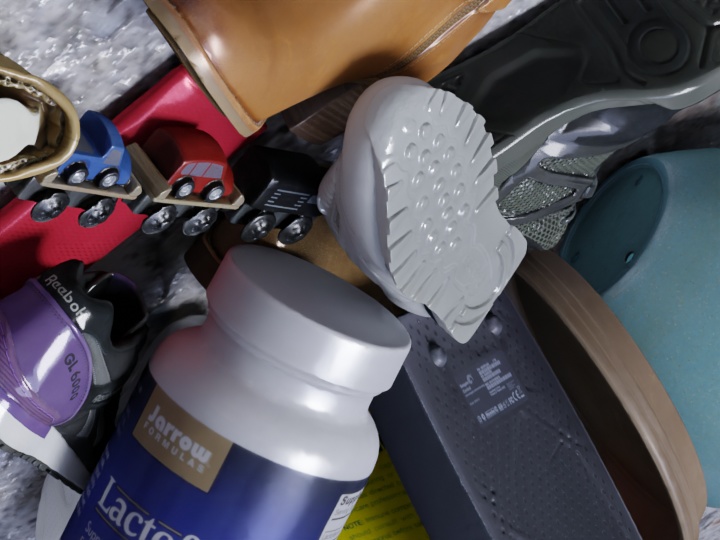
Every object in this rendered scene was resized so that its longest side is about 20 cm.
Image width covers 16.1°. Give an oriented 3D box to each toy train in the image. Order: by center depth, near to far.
[{"bbox_3d":[-0.079,-0.040,1.100,0.046,0.034,0.200,-48,151,25],"label":"toy train"}]

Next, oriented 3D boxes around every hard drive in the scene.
[{"bbox_3d":[0.074,0.106,1.264,0.042,0.200,0.135,-29,178,31],"label":"hard drive"}]

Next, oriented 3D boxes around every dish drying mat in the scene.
[{"bbox_3d":[-0.137,-0.019,1.135,0.200,0.018,0.077,-37,156,11],"label":"dish drying mat"}]

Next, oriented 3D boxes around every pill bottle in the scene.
[{"bbox_3d":[-0.062,0.097,1.172,0.116,0.116,0.200,8,113,-54],"label":"pill bottle"}]

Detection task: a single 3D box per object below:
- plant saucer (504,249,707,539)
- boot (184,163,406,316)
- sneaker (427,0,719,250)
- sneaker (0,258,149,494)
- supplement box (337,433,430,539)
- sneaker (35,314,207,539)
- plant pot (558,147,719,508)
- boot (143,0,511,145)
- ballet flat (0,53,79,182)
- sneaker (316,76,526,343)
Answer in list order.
[{"bbox_3d":[0.121,0.064,1.334,0.029,0.200,0.200,-32,156,-11],"label":"plant saucer"},{"bbox_3d":[0.000,0.000,1.273,0.075,0.074,0.200,-48,150,13],"label":"boot"},{"bbox_3d":[0.107,-0.076,1.247,0.199,0.076,0.114,-28,157,-1],"label":"sneaker"},{"bbox_3d":[-0.127,0.046,1.176,0.088,0.076,0.200,-40,170,-2],"label":"sneaker"},{"bbox_3d":[-0.005,0.133,1.346,0.109,0.200,0.109,-16,152,-32],"label":"supplement box"},{"bbox_3d":[-0.122,0.111,1.300,0.200,0.070,0.080,-57,-173,35],"label":"sneaker"},{"bbox_3d":[0.187,0.011,1.397,0.135,0.200,0.200,33,119,-23],"label":"plant pot"},{"bbox_3d":[0.006,-0.121,1.037,0.155,0.077,0.200,-37,158,14],"label":"boot"},{"bbox_3d":[-0.182,-0.064,0.937,0.200,0.063,0.069,-3,108,-52],"label":"ballet flat"},{"bbox_3d":[0.013,-0.032,1.115,0.076,0.080,0.200,-51,158,-13],"label":"sneaker"}]
